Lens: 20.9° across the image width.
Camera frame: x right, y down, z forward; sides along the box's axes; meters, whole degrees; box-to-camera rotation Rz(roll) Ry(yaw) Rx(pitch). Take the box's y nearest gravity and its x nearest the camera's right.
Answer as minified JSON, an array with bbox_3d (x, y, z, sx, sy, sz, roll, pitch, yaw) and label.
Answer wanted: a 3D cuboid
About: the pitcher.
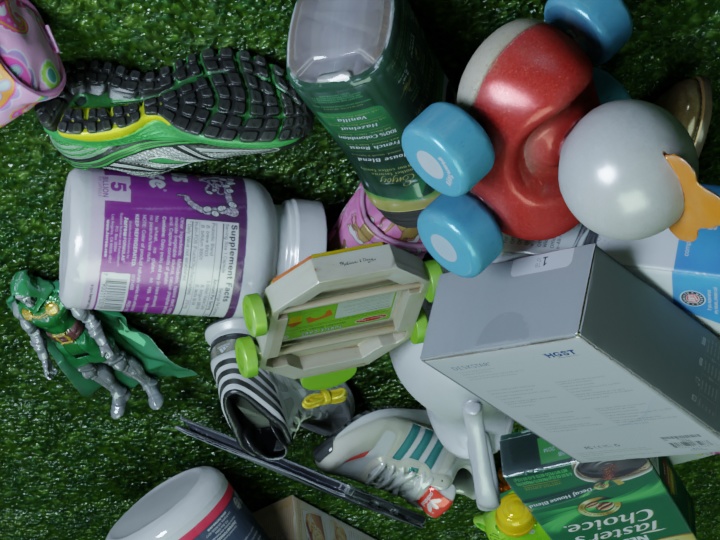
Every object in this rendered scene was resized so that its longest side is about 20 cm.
[{"bbox_3d":[0.092,0.096,1.665,0.121,0.172,0.200,-12,146,0],"label":"pitcher"}]

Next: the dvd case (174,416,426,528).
[{"bbox_3d":[-0.055,0.186,1.795,0.200,0.016,0.149,19,173,34],"label":"dvd case"}]

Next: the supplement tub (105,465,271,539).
[{"bbox_3d":[-0.142,0.305,1.902,0.140,0.140,0.200,-28,104,30],"label":"supplement tub"}]

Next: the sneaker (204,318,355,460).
[{"bbox_3d":[-0.071,0.132,1.747,0.076,0.116,0.200,-23,142,25],"label":"sneaker"}]

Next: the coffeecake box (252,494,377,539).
[{"bbox_3d":[-0.065,0.326,2.069,0.153,0.073,0.200,-27,140,28],"label":"coffeecake box"}]

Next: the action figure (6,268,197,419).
[{"bbox_3d":[-0.242,0.060,1.683,0.118,0.055,0.200,-16,140,21],"label":"action figure"}]

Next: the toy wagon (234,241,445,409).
[{"bbox_3d":[-0.021,0.047,1.535,0.155,0.040,0.200,-10,152,-16],"label":"toy wagon"}]

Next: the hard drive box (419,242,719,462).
[{"bbox_3d":[0.171,0.069,1.475,0.156,0.077,0.200,-11,146,44],"label":"hard drive box"}]

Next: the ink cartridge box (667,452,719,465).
[{"bbox_3d":[0.263,0.070,1.670,0.200,0.146,0.145,-17,144,17],"label":"ink cartridge box"}]

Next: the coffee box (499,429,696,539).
[{"bbox_3d":[0.206,0.187,1.667,0.123,0.044,0.200,-13,146,16],"label":"coffee box"}]

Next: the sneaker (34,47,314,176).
[{"bbox_3d":[-0.132,-0.111,1.436,0.200,0.078,0.085,2,153,7],"label":"sneaker"}]

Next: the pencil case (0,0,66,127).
[{"bbox_3d":[-0.304,-0.122,1.385,0.200,0.088,0.087,-25,141,28],"label":"pencil case"}]

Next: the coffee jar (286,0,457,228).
[{"bbox_3d":[0.021,-0.118,1.404,0.085,0.104,0.200,-7,146,21],"label":"coffee jar"}]

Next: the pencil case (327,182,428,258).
[{"bbox_3d":[0.000,0.000,1.593,0.086,0.083,0.200,10,142,-21],"label":"pencil case"}]

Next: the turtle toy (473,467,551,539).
[{"bbox_3d":[0.211,0.233,1.940,0.200,0.101,0.146,-6,146,1],"label":"turtle toy"}]

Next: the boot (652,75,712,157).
[{"bbox_3d":[0.201,-0.085,1.507,0.075,0.074,0.200,16,144,-18],"label":"boot"}]

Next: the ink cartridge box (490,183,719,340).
[{"bbox_3d":[0.194,-0.004,1.504,0.200,0.084,0.145,7,153,15],"label":"ink cartridge box"}]

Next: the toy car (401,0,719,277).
[{"bbox_3d":[0.165,-0.067,1.345,0.184,0.200,0.177,-42,147,-22],"label":"toy car"}]

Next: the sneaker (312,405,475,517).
[{"bbox_3d":[0.046,0.181,1.803,0.200,0.093,0.070,2,144,-49],"label":"sneaker"}]

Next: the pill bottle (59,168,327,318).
[{"bbox_3d":[-0.131,-0.020,1.524,0.200,0.112,0.112,4,145,-13],"label":"pill bottle"}]
